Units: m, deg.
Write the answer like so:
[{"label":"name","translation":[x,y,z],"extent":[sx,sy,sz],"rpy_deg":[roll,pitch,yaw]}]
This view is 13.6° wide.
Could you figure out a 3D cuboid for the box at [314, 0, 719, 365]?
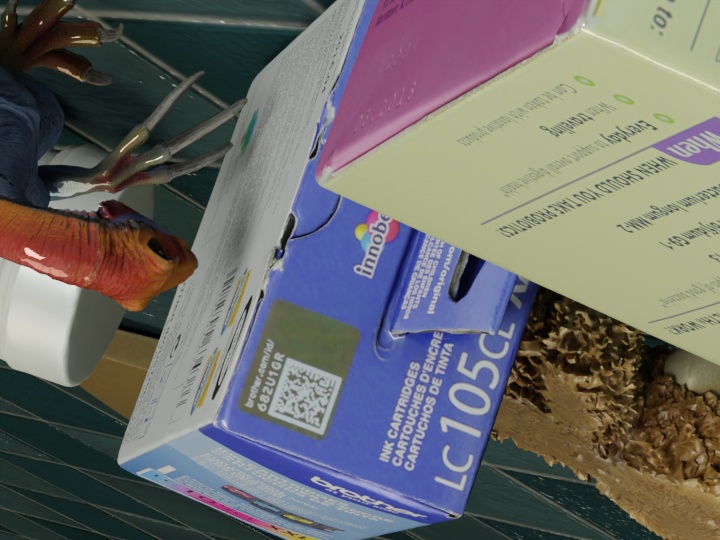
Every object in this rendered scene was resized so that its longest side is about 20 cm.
[{"label":"box","translation":[0.116,-0.033,0.605],"extent":[0.199,0.097,0.176],"rpy_deg":[24,167,-11]}]

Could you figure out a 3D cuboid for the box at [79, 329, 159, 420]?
[{"label":"box","translation":[-0.062,0.070,1.517],"extent":[0.199,0.021,0.163],"rpy_deg":[16,166,26]}]

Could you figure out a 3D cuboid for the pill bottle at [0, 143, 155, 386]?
[{"label":"pill bottle","translation":[-0.179,-0.030,1.076],"extent":[0.199,0.113,0.112],"rpy_deg":[20,168,8]}]

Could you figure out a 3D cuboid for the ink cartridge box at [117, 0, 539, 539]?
[{"label":"ink cartridge box","translation":[0.000,0.000,0.845],"extent":[0.076,0.137,0.200],"rpy_deg":[21,168,-8]}]

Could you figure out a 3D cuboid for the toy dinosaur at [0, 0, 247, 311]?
[{"label":"toy dinosaur","translation":[-0.104,-0.029,0.853],"extent":[0.105,0.200,0.182],"rpy_deg":[37,-153,-23]}]

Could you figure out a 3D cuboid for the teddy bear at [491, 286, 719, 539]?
[{"label":"teddy bear","translation":[0.061,0.022,1.045],"extent":[0.199,0.067,0.145],"rpy_deg":[24,160,17]}]
